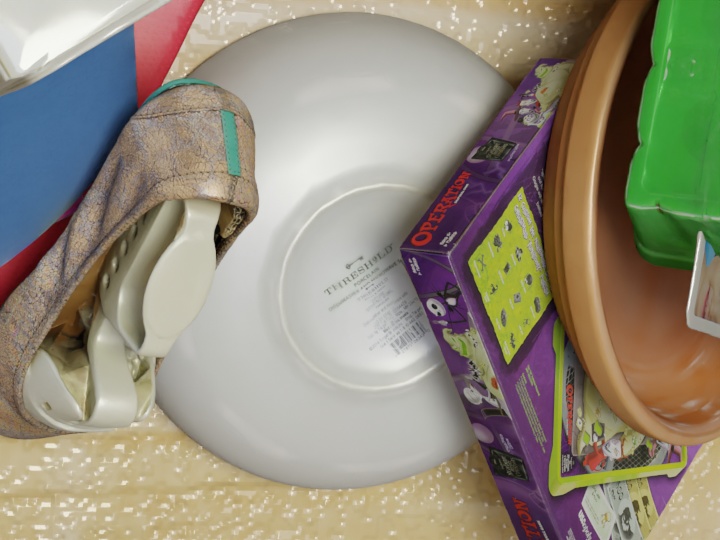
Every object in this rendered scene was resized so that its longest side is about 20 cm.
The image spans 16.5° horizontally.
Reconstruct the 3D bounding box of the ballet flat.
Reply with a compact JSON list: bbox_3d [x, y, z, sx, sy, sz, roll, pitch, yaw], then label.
[{"bbox_3d":[-0.093,0.017,0.937,0.068,0.067,0.200,3,136,-30],"label":"ballet flat"}]

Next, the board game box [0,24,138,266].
[{"bbox_3d":[-0.152,-0.062,0.854,0.158,0.039,0.200,-33,154,-22],"label":"board game box"}]

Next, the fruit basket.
[{"bbox_3d":[0.174,-0.058,0.952,0.200,0.093,0.186,17,83,-58],"label":"fruit basket"}]

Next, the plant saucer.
[{"bbox_3d":[0.129,-0.031,1.003,0.200,0.037,0.201,-14,107,-53],"label":"plant saucer"}]

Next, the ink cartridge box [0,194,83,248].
[{"bbox_3d":[-0.204,-0.028,0.910,0.199,0.037,0.095,-27,106,-25],"label":"ink cartridge box"}]

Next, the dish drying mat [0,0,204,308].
[{"bbox_3d":[-0.131,-0.054,0.982,0.077,0.018,0.201,27,95,-18],"label":"dish drying mat"}]

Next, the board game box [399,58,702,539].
[{"bbox_3d":[0.084,0.030,1.002,0.120,0.032,0.201,-49,132,-33],"label":"board game box"}]

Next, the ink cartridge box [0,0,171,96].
[{"bbox_3d":[-0.100,-0.170,0.734,0.145,0.083,0.201,-32,97,-16],"label":"ink cartridge box"}]

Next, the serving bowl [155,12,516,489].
[{"bbox_3d":[0.000,0.000,1.009,0.199,0.066,0.201,-4,106,-15],"label":"serving bowl"}]
